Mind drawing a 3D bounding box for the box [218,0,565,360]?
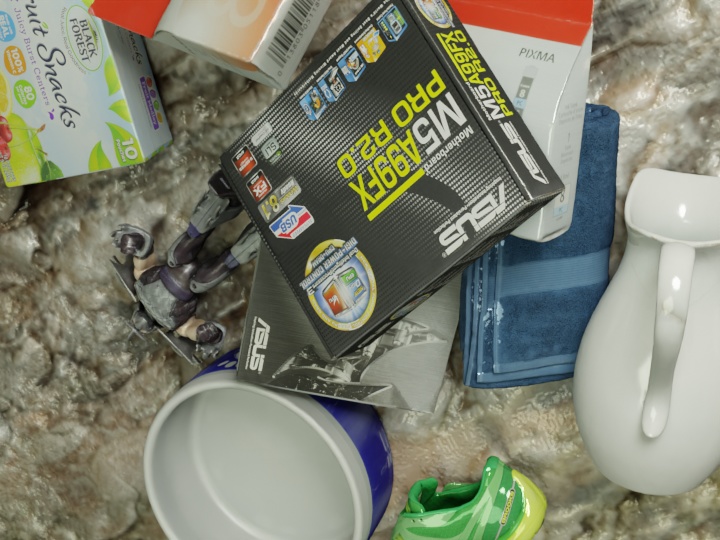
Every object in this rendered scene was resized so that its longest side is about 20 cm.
[{"bbox_3d":[0.013,-0.062,0.932,0.200,0.044,0.162,-39,76,38],"label":"box"}]

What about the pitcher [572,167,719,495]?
[{"bbox_3d":[0.201,0.055,0.972,0.119,0.172,0.203,10,115,15],"label":"pitcher"}]

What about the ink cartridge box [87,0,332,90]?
[{"bbox_3d":[-0.093,-0.226,0.979,0.198,0.050,0.164,25,84,32],"label":"ink cartridge box"}]

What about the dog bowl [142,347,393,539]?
[{"bbox_3d":[-0.075,0.166,1.200,0.197,0.079,0.203,9,115,20],"label":"dog bowl"}]

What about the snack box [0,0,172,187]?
[{"bbox_3d":[-0.242,-0.176,1.144,0.140,0.053,0.203,-8,108,26],"label":"snack box"}]

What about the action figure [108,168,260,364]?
[{"bbox_3d":[-0.136,-0.002,1.164,0.130,0.069,0.200,44,125,-4],"label":"action figure"}]

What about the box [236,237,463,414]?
[{"bbox_3d":[0.000,0.000,1.081,0.156,0.049,0.202,11,118,-5],"label":"box"}]

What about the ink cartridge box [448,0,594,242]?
[{"bbox_3d":[0.066,-0.134,0.926,0.159,0.047,0.203,18,115,35],"label":"ink cartridge box"}]

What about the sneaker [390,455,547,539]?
[{"bbox_3d":[0.056,0.210,1.167,0.199,0.074,0.084,-36,97,23],"label":"sneaker"}]

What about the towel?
[{"bbox_3d":[0.126,-0.016,1.024,0.110,0.049,0.203,-6,113,-15],"label":"towel"}]
